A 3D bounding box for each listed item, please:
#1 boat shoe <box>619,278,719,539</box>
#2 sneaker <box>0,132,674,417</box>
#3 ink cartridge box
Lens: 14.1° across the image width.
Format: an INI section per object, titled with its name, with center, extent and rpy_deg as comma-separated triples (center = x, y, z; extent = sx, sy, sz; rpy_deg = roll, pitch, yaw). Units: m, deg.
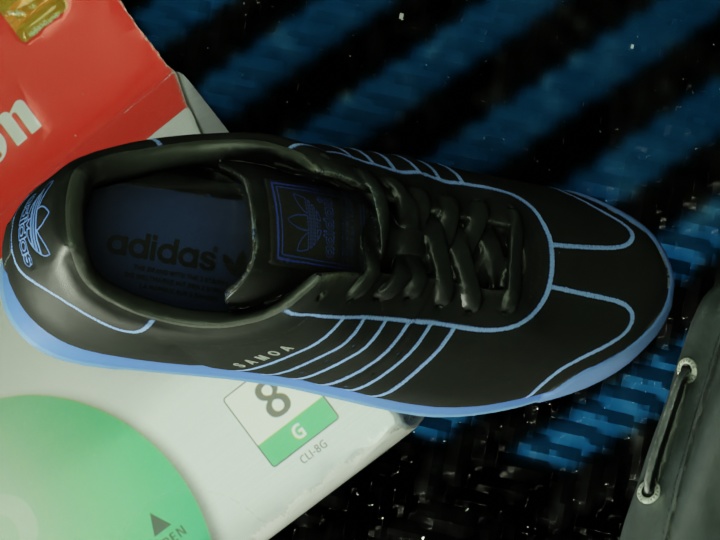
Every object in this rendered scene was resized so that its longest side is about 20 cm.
[boat shoe]
center = 0.098, 0.091, 0.842
extent = 0.066, 0.074, 0.200
rpy_deg = 37, 129, 40
[sneaker]
center = 0.000, 0.000, 0.815
extent = 0.200, 0.078, 0.070
rpy_deg = 0, 76, -14
[ink cartridge box]
center = -0.101, 0.012, 0.891
extent = 0.161, 0.050, 0.200
rpy_deg = -38, 89, 14
